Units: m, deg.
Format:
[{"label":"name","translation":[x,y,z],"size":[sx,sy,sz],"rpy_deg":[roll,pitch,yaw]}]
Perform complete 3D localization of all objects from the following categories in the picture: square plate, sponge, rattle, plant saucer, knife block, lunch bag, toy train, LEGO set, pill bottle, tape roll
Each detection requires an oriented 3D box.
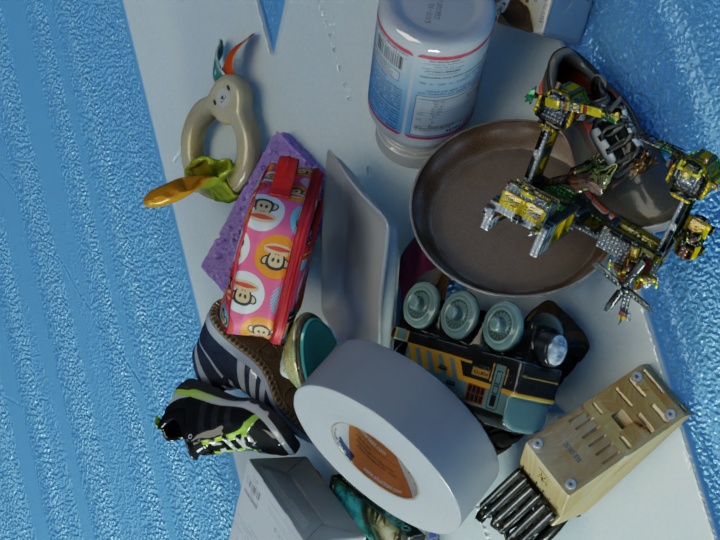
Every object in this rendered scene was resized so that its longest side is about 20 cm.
[{"label":"square plate","translation":[0.000,0.000,1.235],"size":[0.198,0.028,0.200],"rpy_deg":[-125,33,-58]},{"label":"sponge","translation":[-0.104,-0.048,1.387],"size":[0.112,0.030,0.200],"rpy_deg":[44,115,27]},{"label":"rattle","translation":[-0.192,-0.180,1.388],"size":[0.130,0.143,0.200],"rpy_deg":[32,117,52]},{"label":"plant saucer","translation":[0.146,-0.055,1.128],"size":[0.200,0.032,0.201],"rpy_deg":[-2,59,3]},{"label":"knife block","translation":[0.206,0.193,1.143],"size":[0.200,0.176,0.064],"rpy_deg":[-32,66,-14]},{"label":"lunch bag","translation":[-0.087,-0.035,1.238],"size":[0.082,0.200,0.176],"rpy_deg":[13,111,-2]},{"label":"toy train","translation":[0.104,0.080,1.120],"size":[0.200,0.085,0.114],"rpy_deg":[13,87,47]},{"label":"LEGO set","translation":[0.198,-0.064,1.016],"size":[0.200,0.116,0.154],"rpy_deg":[38,125,15]},{"label":"pill bottle","translation":[0.063,-0.190,1.155],"size":[0.109,0.109,0.200],"rpy_deg":[54,158,24]},{"label":"tape roll","translation":[0.033,0.159,1.139],"size":[0.200,0.066,0.200],"rpy_deg":[34,153,20]}]

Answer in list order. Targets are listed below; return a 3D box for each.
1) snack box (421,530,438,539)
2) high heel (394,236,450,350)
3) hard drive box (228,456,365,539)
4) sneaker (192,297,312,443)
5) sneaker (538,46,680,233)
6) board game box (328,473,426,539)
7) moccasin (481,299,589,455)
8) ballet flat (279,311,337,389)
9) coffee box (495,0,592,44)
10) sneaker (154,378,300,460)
[{"label":"snack box","translation":[0.046,0.276,1.281],"size":[0.072,0.024,0.200],"rpy_deg":[-14,83,38]},{"label":"high heel","translation":[0.073,0.043,1.222],"size":[0.096,0.067,0.200],"rpy_deg":[48,124,37]},{"label":"hard drive box","translation":[-0.083,0.330,1.307],"size":[0.156,0.077,0.200],"rpy_deg":[45,125,52]},{"label":"sneaker","translation":[-0.116,0.133,1.379],"size":[0.200,0.070,0.109],"rpy_deg":[48,138,9]},{"label":"sneaker","translation":[0.222,-0.121,1.085],"size":[0.077,0.082,0.200],"rpy_deg":[-34,67,-1]},{"label":"board game box","translation":[-0.002,0.339,1.293],"size":[0.135,0.028,0.200],"rpy_deg":[29,114,44]},{"label":"moccasin","translation":[0.139,0.115,1.177],"size":[0.202,0.074,0.078],"rpy_deg":[-59,45,27]},{"label":"ballet flat","translation":[-0.047,0.110,1.256],"size":[0.071,0.200,0.071],"rpy_deg":[-13,50,16]},{"label":"coffee box","translation":[0.129,-0.302,1.168],"size":[0.200,0.080,0.113],"rpy_deg":[23,106,35]},{"label":"sneaker","translation":[-0.153,0.186,1.338],"size":[0.200,0.072,0.083],"rpy_deg":[12,55,42]}]
